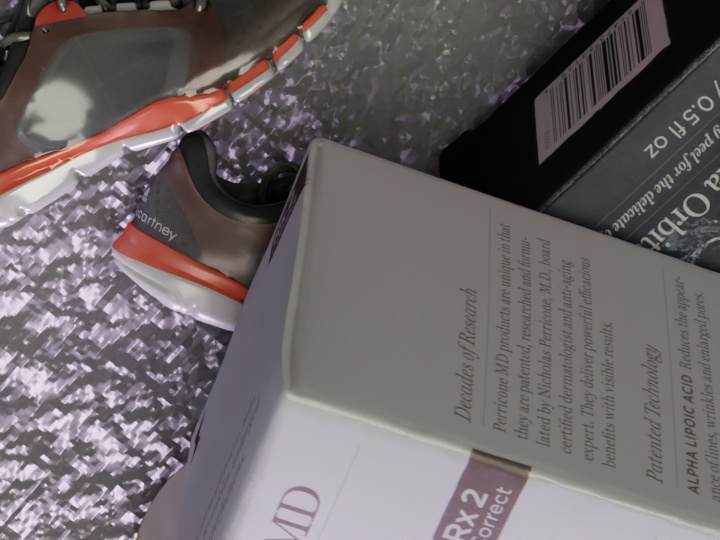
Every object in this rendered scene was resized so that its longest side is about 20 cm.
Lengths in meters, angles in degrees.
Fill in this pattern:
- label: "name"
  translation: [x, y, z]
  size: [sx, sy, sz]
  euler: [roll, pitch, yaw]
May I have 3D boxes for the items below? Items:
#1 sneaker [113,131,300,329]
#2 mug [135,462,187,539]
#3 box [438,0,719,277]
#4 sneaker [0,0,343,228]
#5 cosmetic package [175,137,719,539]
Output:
- label: "sneaker"
  translation: [0.000, 0.000, 1.152]
  size: [0.199, 0.077, 0.082]
  euler: [21, 97, -18]
- label: "mug"
  translation: [-0.021, 0.183, 1.162]
  size: [0.148, 0.153, 0.188]
  euler: [3, 118, -10]
- label: "box"
  translation: [0.169, -0.024, 1.132]
  size: [0.200, 0.118, 0.197]
  euler: [36, 117, -20]
- label: "sneaker"
  translation: [-0.099, -0.092, 1.110]
  size: [0.199, 0.077, 0.082]
  euler: [-30, 105, -1]
- label: "cosmetic package"
  translation: [0.042, 0.084, 1.038]
  size: [0.199, 0.165, 0.166]
  euler: [17, 124, -9]
